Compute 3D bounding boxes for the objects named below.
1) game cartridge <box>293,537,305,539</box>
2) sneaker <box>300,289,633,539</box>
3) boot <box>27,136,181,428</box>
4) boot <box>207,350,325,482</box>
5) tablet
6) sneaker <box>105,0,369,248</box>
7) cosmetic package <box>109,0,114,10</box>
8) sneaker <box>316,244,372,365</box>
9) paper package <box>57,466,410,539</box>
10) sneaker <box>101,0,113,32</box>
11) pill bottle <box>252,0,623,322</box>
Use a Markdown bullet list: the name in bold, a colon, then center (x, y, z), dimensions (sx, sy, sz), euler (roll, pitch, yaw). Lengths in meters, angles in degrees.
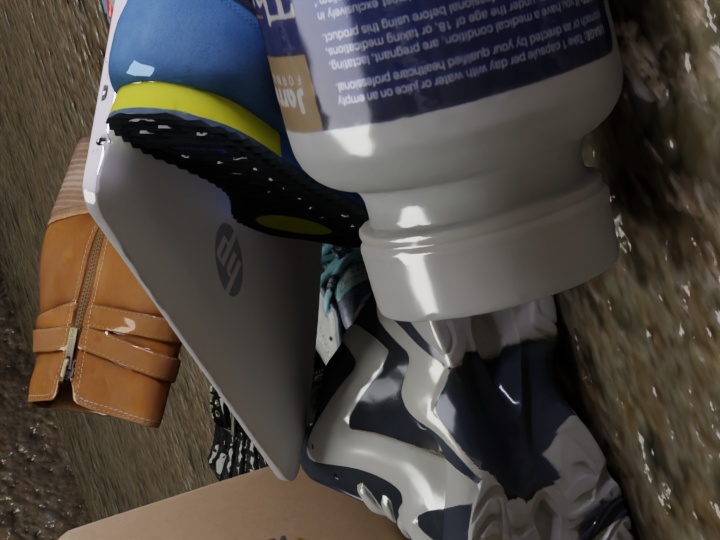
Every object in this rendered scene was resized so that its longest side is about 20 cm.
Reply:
- **game cartridge**: center (0.063, 0.194, 0.805), dimensions (0.176, 0.032, 0.200), euler (33, -170, -31)
- **sneaker**: center (0.035, 0.091, 0.840), dimensions (0.130, 0.079, 0.200), euler (-30, 76, 61)
- **boot**: center (-0.101, 0.005, 1.112), dimensions (0.199, 0.077, 0.156), euler (2, 74, 36)
- **boot**: center (-0.076, 0.042, 1.232), dimensions (0.211, 0.079, 0.158), euler (43, 150, 40)
- **tablet**: center (-0.054, -0.021, 0.804), dimensions (0.200, 0.014, 0.131), euler (60, -152, -50)
- **sneaker**: center (-0.027, -0.061, 0.760), dimensions (0.200, 0.066, 0.079), euler (38, -122, -64)
- **cosmetic package**: center (-0.050, -0.111, 0.852), dimensions (0.151, 0.052, 0.200), euler (37, 163, 35)
- **sneaker**: center (0.000, 0.000, 0.944), dimensions (0.201, 0.077, 0.086), euler (61, 171, 7)
- **paper package**: center (-0.027, 0.185, 1.010), dimensions (0.191, 0.199, 0.104), euler (-126, 23, -56)
- **sneaker**: center (-0.111, -0.150, 1.204), dimensions (0.096, 0.079, 0.200), euler (92, 157, -49)
- **pill bottle**: center (0.021, -0.091, 0.665), dimensions (0.111, 0.110, 0.201), euler (-156, 51, -73)
